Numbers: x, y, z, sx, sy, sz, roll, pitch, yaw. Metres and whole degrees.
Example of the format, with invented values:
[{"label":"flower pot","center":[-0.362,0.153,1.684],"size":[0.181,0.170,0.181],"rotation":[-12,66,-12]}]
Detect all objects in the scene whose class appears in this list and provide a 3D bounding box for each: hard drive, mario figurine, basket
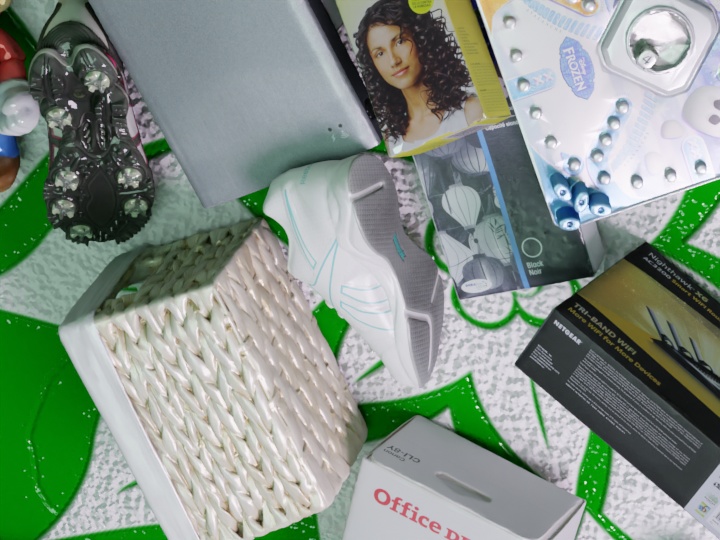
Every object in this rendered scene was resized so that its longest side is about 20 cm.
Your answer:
[{"label":"hard drive","center":[-0.088,-0.150,1.454],"size":[0.139,0.033,0.201],"rotation":[-19,111,26]},{"label":"mario figurine","center":[-0.286,-0.145,1.521],"size":[0.123,0.106,0.201],"rotation":[-8,123,-11]},{"label":"basket","center":[-0.095,0.079,1.551],"size":[0.123,0.136,0.201],"rotation":[-20,107,23]}]

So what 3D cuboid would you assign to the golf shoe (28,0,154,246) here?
[{"label":"golf shoe","center":[-0.180,-0.100,1.535],"size":[0.077,0.088,0.200],"rotation":[-1,139,-2]}]

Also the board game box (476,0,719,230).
[{"label":"board game box","center":[0.185,-0.142,1.382],"size":[0.199,0.026,0.201],"rotation":[-18,108,8]}]

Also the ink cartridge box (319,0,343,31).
[{"label":"ink cartridge box","center":[-0.089,-0.237,1.453],"size":[0.099,0.039,0.201],"rotation":[-13,111,24]}]

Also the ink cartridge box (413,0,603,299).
[{"label":"ink cartridge box","center":[0.084,-0.083,1.461],"size":[0.099,0.039,0.201],"rotation":[-11,110,23]}]

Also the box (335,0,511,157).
[{"label":"box","center":[0.024,-0.177,1.401],"size":[0.075,0.050,0.201],"rotation":[-22,85,25]}]

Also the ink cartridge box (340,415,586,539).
[{"label":"ink cartridge box","center":[0.060,0.225,1.586],"size":[0.145,0.083,0.201],"rotation":[26,121,19]}]

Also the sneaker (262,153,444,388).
[{"label":"sneaker","center":[0.000,0.000,1.504],"size":[0.080,0.071,0.201],"rotation":[-2,134,27]}]

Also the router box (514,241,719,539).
[{"label":"router box","center":[0.214,0.082,1.413],"size":[0.200,0.157,0.052],"rotation":[40,121,11]}]
